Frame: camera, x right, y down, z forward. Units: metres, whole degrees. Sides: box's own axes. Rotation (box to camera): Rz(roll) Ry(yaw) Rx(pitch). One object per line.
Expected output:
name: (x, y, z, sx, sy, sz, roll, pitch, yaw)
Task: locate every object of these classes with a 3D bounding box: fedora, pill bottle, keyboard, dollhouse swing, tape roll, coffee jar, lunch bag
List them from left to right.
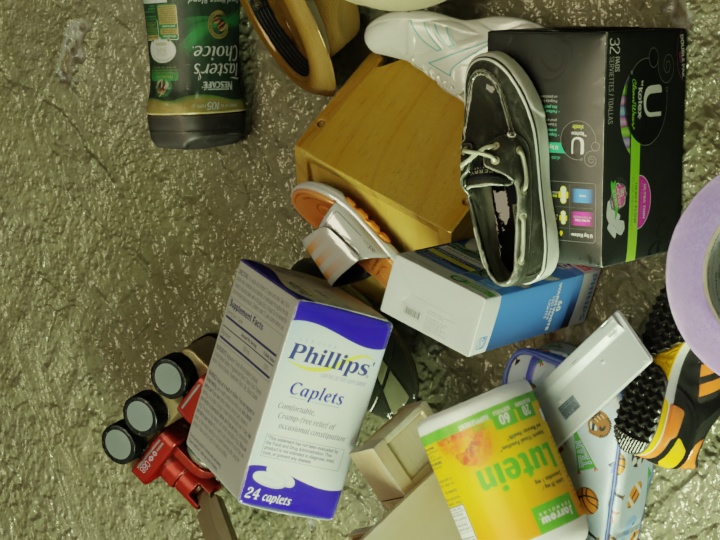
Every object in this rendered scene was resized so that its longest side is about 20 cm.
coffee jar: (-0.174, -0.227, 1.885, 0.085, 0.104, 0.201, 5, 101, 40)
fedora: (-0.058, -0.272, 1.781, 0.201, 0.082, 0.201, 53, 165, 21)
dollhouse swing: (0.061, -0.070, 1.772, 0.200, 0.176, 0.182, 29, 72, 31)
pill bottle: (0.137, 0.208, 1.609, 0.111, 0.111, 0.201, -27, 82, 37)
lunch bag: (0.192, 0.174, 1.685, 0.160, 0.075, 0.201, 19, 107, 36)
keyboard: (0.186, 0.118, 1.632, 0.056, 0.011, 0.200, 54, 126, 17)
tape roll: (0.356, 0.005, 1.482, 0.199, 0.085, 0.201, -1, 86, 18)

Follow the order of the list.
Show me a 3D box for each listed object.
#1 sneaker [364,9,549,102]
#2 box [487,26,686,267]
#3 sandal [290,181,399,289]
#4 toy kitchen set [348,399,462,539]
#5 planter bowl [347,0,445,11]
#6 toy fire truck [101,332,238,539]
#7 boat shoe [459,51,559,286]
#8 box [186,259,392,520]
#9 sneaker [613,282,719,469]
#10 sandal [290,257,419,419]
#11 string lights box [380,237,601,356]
sneaker: (0.085, -0.200, 1.696, 0.200, 0.070, 0.081, 10, 89, 33)
box: (0.198, -0.113, 1.585, 0.124, 0.148, 0.201, 6, 101, 37)
sandal: (0.002, -0.003, 1.717, 0.207, 0.059, 0.079, 42, 156, 9)
toy kitchen set: (0.019, 0.262, 1.703, 0.180, 0.163, 0.200, -21, 105, 54)
planter bowl: (0.024, -0.326, 1.678, 0.135, 0.200, 0.201, -32, 76, 63)
toy fire truck: (-0.167, 0.198, 1.946, 0.200, 0.129, 0.176, 45, 121, 10)
boat shoe: (0.119, -0.086, 1.516, 0.071, 0.064, 0.201, -13, 88, 41)
box: (-0.071, 0.111, 1.726, 0.184, 0.105, 0.201, 31, 105, 65)
sneaker: (0.299, 0.081, 1.596, 0.070, 0.090, 0.201, 19, 84, 59)
sandal: (0.000, 0.063, 1.827, 0.080, 0.057, 0.201, -48, 61, 21)
string lights box: (0.121, 0.017, 1.633, 0.103, 0.200, 0.059, 27, 113, 31)
